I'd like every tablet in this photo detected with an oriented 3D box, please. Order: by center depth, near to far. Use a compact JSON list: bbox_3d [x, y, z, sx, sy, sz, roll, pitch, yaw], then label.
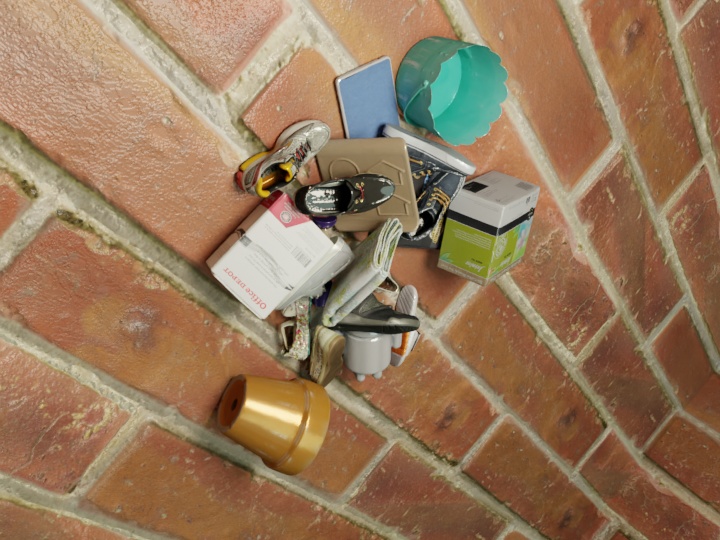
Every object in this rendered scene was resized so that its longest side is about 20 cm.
[{"bbox_3d":[0.020,-0.309,1.455,0.129,0.014,0.201,-30,131,-21],"label":"tablet"}]

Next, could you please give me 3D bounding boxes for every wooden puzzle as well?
[{"bbox_3d":[0.018,-0.171,1.451,0.046,0.183,0.201,-65,150,-49],"label":"wooden puzzle"}]

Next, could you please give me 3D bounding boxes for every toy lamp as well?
[{"bbox_3d":[-0.078,-0.018,1.521,0.058,0.058,0.202,-15,124,-31],"label":"toy lamp"}]

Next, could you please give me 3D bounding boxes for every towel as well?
[{"bbox_3d":[0.000,0.000,1.446,0.048,0.172,0.200,36,129,-12],"label":"towel"}]

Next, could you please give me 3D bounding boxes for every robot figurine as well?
[{"bbox_3d":[0.014,0.152,1.655,0.168,0.113,0.202,-8,122,-17],"label":"robot figurine"}]

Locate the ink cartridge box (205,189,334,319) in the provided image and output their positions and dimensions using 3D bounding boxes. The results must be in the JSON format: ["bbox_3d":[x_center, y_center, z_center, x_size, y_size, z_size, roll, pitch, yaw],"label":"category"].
[{"bbox_3d":[-0.173,-0.032,1.394,0.200,0.083,0.145,-46,115,-5],"label":"ink cartridge box"}]

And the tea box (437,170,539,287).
[{"bbox_3d":[0.292,-0.099,1.674,0.199,0.133,0.199,-27,134,-49],"label":"tea box"}]

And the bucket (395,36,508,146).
[{"bbox_3d":[0.176,-0.360,1.462,0.206,0.135,0.209,-18,125,-28],"label":"bucket"}]

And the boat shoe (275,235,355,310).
[{"bbox_3d":[-0.093,0.020,1.456,0.201,0.070,0.071,-42,112,12],"label":"boat shoe"}]

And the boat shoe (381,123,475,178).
[{"bbox_3d":[0.125,-0.212,1.468,0.092,0.199,0.071,-67,172,21],"label":"boat shoe"}]

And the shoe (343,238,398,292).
[{"bbox_3d":[0.018,-0.006,1.605,0.070,0.053,0.200,-52,135,-1],"label":"shoe"}]

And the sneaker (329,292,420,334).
[{"bbox_3d":[0.031,0.074,1.557,0.076,0.197,0.115,88,8,-69],"label":"sneaker"}]

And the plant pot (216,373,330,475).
[{"bbox_3d":[-0.193,0.306,1.547,0.182,0.200,0.201,27,98,-28],"label":"plant pot"}]

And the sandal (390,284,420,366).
[{"bbox_3d":[0.115,0.135,1.748,0.059,0.079,0.209,1,112,-35],"label":"sandal"}]

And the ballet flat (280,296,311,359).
[{"bbox_3d":[-0.136,0.104,1.542,0.063,0.076,0.202,-5,116,-18],"label":"ballet flat"}]

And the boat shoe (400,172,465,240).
[{"bbox_3d":[0.159,-0.141,1.531,0.071,0.091,0.201,40,90,-15],"label":"boat shoe"}]

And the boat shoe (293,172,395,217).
[{"bbox_3d":[-0.021,-0.137,1.356,0.199,0.063,0.074,-10,103,-22],"label":"boat shoe"}]

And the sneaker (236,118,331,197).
[{"bbox_3d":[-0.129,-0.200,1.355,0.200,0.082,0.078,-42,134,-11],"label":"sneaker"}]

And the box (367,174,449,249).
[{"bbox_3d":[0.129,-0.148,1.614,0.197,0.050,0.202,2,113,-40],"label":"box"}]

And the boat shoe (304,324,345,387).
[{"bbox_3d":[-0.080,0.193,1.617,0.073,0.063,0.201,-37,156,-39],"label":"boat shoe"}]
